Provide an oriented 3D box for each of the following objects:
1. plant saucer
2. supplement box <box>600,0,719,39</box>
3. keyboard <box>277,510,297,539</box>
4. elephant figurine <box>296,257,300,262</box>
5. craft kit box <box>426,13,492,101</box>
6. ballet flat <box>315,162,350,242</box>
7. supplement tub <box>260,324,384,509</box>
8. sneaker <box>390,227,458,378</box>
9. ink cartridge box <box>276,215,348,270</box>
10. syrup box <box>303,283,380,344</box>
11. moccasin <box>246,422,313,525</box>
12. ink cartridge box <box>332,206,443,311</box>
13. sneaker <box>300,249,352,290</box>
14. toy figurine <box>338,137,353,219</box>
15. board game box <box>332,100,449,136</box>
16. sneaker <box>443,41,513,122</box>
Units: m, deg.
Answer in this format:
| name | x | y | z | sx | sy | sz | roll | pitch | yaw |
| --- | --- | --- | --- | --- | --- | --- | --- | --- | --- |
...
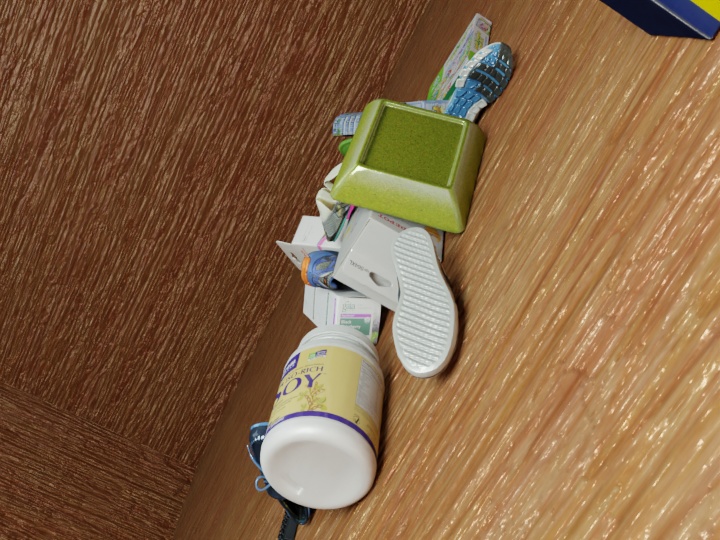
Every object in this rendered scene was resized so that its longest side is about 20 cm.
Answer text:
| name | x | y | z | sx | sy | sz | roll | pitch | yaw |
| --- | --- | --- | --- | --- | --- | --- | --- | --- | --- |
| plant saucer | 0.075 | -0.167 | 0.898 | 0.048 | 0.194 | 0.204 | 94 | -167 | -57 |
| supplement box | 0.271 | -0.305 | 0.490 | 0.203 | 0.108 | 0.109 | -60 | 11 | 18 |
| keyboard | -0.113 | 0.359 | 1.053 | 0.105 | 0.039 | 0.203 | -57 | 14 | 40 |
| elephant figurine | -0.049 | 0.011 | 1.361 | 0.140 | 0.156 | 0.201 | -35 | -35 | -7 |
| craft kit box | 0.195 | -0.393 | 1.290 | 0.201 | 0.048 | 0.200 | -54 | 12 | 45 |
| ballet flat | -0.033 | -0.119 | 1.001 | 0.201 | 0.071 | 0.073 | -51 | 16 | 54 |
| supplement tub | -0.042 | 0.183 | 0.815 | 0.147 | 0.143 | 0.202 | -57 | 13 | 32 |
| sneaker | 0.079 | 0.047 | 0.739 | 0.080 | 0.076 | 0.204 | 64 | -160 | -47 |
| ink cartridge box | -0.050 | -0.042 | 1.191 | 0.117 | 0.195 | 0.069 | 55 | -130 | -50 |
| syrup box | -0.037 | 0.062 | 1.092 | 0.200 | 0.077 | 0.084 | -149 | 63 | -66 |
| moccasin | -0.099 | 0.290 | 0.880 | 0.078 | 0.202 | 0.069 | -11 | 41 | 18 |
| ink cartridge box | 0.048 | -0.047 | 0.962 | 0.126 | 0.126 | 0.202 | -55 | 14 | 36 |
| sneaker | 0.000 | 0.000 | 1.039 | 0.078 | 0.196 | 0.077 | 28 | 125 | 49 |
| toy figurine | 0.034 | -0.156 | 1.319 | 0.148 | 0.198 | 0.190 | -1 | 79 | 41 |
| board game box | 0.079 | -0.290 | 1.198 | 0.198 | 0.196 | 0.064 | 11 | 107 | 50 |
| sneaker | 0.182 | -0.291 | 1.034 | 0.201 | 0.074 | 0.087 | -56 | 7 | 38 |
